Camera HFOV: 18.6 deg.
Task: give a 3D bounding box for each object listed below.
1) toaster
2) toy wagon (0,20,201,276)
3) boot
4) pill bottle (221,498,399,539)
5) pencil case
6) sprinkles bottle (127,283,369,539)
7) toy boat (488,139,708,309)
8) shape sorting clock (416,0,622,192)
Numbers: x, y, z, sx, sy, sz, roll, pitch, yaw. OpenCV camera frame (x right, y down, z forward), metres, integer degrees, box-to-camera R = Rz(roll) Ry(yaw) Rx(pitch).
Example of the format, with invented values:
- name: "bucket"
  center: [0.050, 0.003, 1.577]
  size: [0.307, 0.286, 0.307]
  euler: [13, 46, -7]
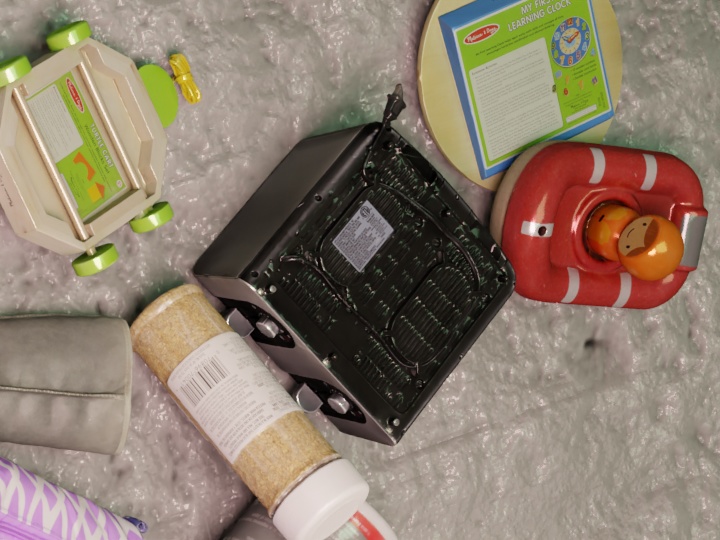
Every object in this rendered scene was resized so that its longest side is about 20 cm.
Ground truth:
- name: "toaster"
  center: [0.000, 0.000, 1.625]
  size: [0.181, 0.119, 0.200]
  euler: [48, 67, -22]
- name: "toy wagon"
  center: [-0.184, -0.095, 1.544]
  size: [0.200, 0.040, 0.155]
  euler: [-41, 114, -48]
- name: "boot"
  center: [-0.257, 0.108, 1.505]
  size: [0.200, 0.073, 0.182]
  euler: [12, 84, -37]
- name: "pill bottle"
  center: [-0.071, 0.246, 1.579]
  size: [0.114, 0.114, 0.200]
  euler: [50, 66, -20]
- name: "pencil case"
  center: [-0.221, 0.178, 1.464]
  size: [0.084, 0.085, 0.200]
  euler: [-57, 141, -2]
- name: "sprinkles bottle"
  center: [-0.080, 0.101, 1.547]
  size: [0.068, 0.068, 0.200]
  euler: [-32, 70, -28]
- name: "toy boat"
  center: [0.203, -0.028, 1.732]
  size: [0.200, 0.131, 0.131]
  euler: [4, 102, -31]
- name: "shape sorting clock"
  center: [0.128, -0.160, 1.753]
  size: [0.200, 0.039, 0.200]
  euler: [-8, 105, -33]
